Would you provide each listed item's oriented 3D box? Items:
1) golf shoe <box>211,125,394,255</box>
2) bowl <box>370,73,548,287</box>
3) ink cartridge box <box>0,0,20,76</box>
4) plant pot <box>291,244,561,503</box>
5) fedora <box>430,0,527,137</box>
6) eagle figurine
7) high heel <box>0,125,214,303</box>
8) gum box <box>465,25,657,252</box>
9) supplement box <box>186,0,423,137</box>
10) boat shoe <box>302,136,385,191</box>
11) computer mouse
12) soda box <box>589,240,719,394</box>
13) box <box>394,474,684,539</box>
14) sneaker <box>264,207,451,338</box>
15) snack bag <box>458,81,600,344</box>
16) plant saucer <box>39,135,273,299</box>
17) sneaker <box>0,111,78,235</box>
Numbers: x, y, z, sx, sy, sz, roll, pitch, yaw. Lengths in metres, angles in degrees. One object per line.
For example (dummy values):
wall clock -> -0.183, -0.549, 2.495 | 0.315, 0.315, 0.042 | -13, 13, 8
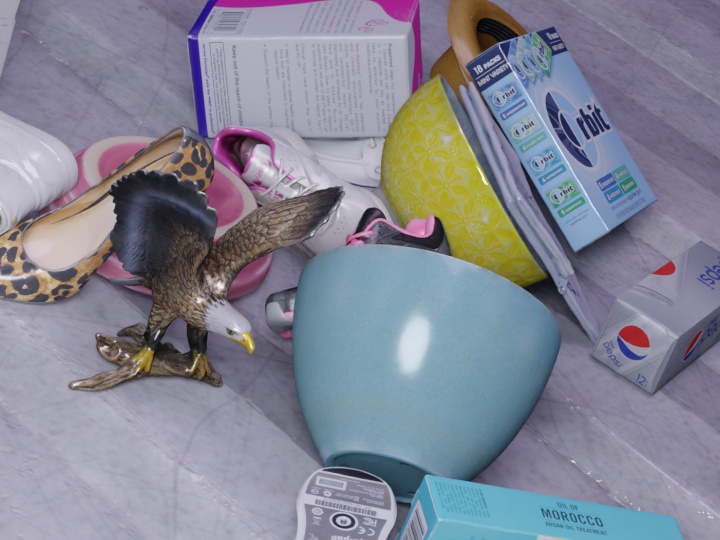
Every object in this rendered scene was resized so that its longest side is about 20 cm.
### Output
golf shoe -> -0.052, -0.061, 1.840 | 0.200, 0.076, 0.091 | 38, 12, 37
bowl -> 0.070, -0.056, 1.876 | 0.201, 0.107, 0.200 | 59, 8, -14
ink cartridge box -> -0.372, -0.210, 1.774 | 0.199, 0.177, 0.045 | -6, 38, -42
plant pot -> 0.035, 0.089, 1.575 | 0.199, 0.200, 0.136 | 19, 65, -7
fedora -> 0.128, -0.178, 2.146 | 0.200, 0.082, 0.201 | 40, 32, -31
eagle figurine -> -0.112, -0.002, 1.578 | 0.150, 0.201, 0.152 | 26, 28, 8
high heel -> -0.207, -0.048, 1.620 | 0.199, 0.143, 0.072 | -14, 58, -21
gum box -> 0.192, -0.128, 2.057 | 0.201, 0.044, 0.170 | 59, 26, 2
supplement box -> -0.046, -0.185, 1.974 | 0.198, 0.104, 0.101 | 0, 26, 10
boat shoe -> 0.020, -0.104, 1.991 | 0.199, 0.066, 0.074 | 8, 32, -24
computer mouse -> -0.016, 0.205, 1.458 | 0.109, 0.044, 0.200 | 11, 31, 3
soda box -> 0.281, 0.039, 1.935 | 0.068, 0.064, 0.200 | 33, 30, 19
box -> 0.125, 0.203, 1.522 | 0.198, 0.083, 0.049 | 11, 31, -19
sneaker -> 0.000, 0.000, 1.739 | 0.199, 0.096, 0.079 | -11, 1, -41
snack bag -> 0.154, -0.048, 1.910 | 0.200, 0.021, 0.189 | 55, 10, -36
plant saucer -> -0.162, -0.050, 1.785 | 0.199, 0.051, 0.201 | 17, 28, -9
sneaker -> -0.335, -0.089, 1.705 | 0.199, 0.074, 0.116 | 21, 35, 18
